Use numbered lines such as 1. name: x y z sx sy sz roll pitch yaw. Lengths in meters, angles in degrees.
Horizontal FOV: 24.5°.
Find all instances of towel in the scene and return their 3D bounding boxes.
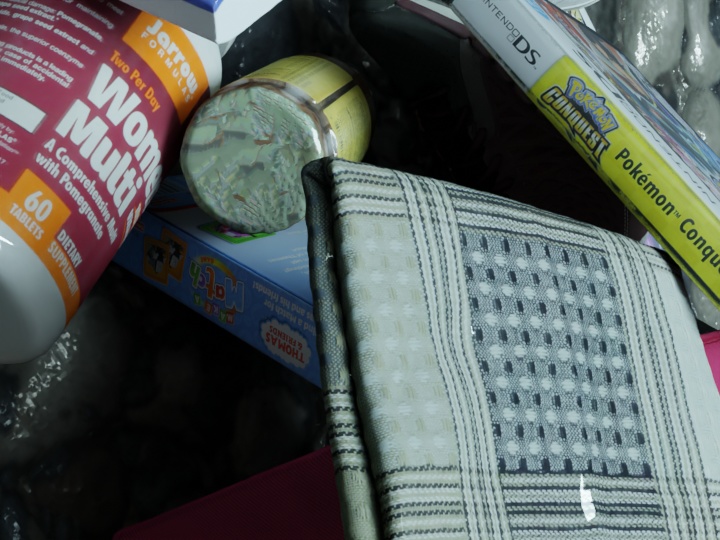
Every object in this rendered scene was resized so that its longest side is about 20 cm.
1. towel: 0.067 0.067 0.533 0.192 0.035 0.200 14 60 -45

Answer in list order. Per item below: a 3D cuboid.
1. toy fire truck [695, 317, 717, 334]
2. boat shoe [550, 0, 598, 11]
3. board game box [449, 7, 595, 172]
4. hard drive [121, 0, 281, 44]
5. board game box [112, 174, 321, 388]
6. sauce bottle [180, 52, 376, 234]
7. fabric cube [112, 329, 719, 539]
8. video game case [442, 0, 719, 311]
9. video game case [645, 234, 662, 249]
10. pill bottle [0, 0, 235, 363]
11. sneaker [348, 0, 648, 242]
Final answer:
1. toy fire truck: 0.179 0.158 0.927 0.129 0.200 0.176 30 41 4
2. boat shoe: 0.105 -0.175 0.879 0.200 0.068 0.072 -17 96 -41
3. board game box: 0.077 -0.121 0.918 0.126 0.035 0.200 -44 113 -35
4. hard drive: -0.096 -0.167 0.678 0.132 0.200 0.025 -45 149 -35
5. board game box: 0.000 0.000 0.730 0.151 0.200 0.037 -10 116 -41
6. sauce bottle: -0.026 -0.064 0.743 0.200 0.065 0.065 -48 122 -74
7. fabric cube: 0.057 0.154 0.659 0.200 0.199 0.197 -6 75 -50
8. video game case: 0.133 -0.045 0.711 0.181 0.026 0.200 51 17 19
9. video game case: 0.123 0.005 0.917 0.143 0.019 0.200 32 70 -45
10. pill bottle: -0.125 -0.069 0.682 0.110 0.109 0.200 47 54 -27
11. sneaker: 0.061 -0.047 0.816 0.200 0.076 0.116 33 76 -16
